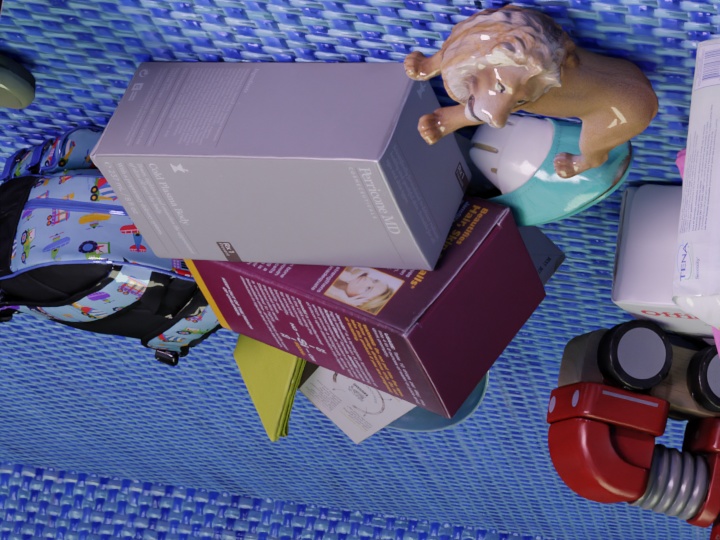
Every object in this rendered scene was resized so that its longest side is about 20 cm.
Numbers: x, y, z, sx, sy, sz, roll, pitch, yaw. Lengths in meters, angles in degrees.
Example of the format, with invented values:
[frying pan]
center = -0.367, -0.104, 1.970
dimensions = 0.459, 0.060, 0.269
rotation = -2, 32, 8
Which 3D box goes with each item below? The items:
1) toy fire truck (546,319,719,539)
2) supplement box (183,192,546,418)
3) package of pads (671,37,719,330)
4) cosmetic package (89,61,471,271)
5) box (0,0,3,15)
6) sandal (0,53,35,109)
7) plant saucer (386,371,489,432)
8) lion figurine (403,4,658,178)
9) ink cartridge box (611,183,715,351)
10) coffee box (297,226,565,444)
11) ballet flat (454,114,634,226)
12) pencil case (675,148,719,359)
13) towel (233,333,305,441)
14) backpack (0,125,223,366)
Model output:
[toy fire truck]
center = 0.205, 0.150, 1.767
dimensions = 0.176, 0.200, 0.129
rotation = 14, 169, -13
[supplement box]
center = 0.000, 0.000, 1.636
dimensions = 0.200, 0.110, 0.086
rotation = 21, 151, 38
[package of pads]
center = 0.247, -0.027, 1.427
dimensions = 0.068, 0.155, 0.200
rotation = -4, 162, 39
[cosmetic package]
center = -0.045, -0.064, 1.580
dimensions = 0.200, 0.090, 0.107
rotation = 4, 143, 31
[box]
center = -0.315, -0.142, 1.459
dimensions = 0.176, 0.097, 0.200
rotation = 14, 166, -25
[sandal]
center = -0.303, -0.111, 1.678
dimensions = 0.201, 0.057, 0.080
rotation = 2, 166, 28
[plant saucer]
center = 0.013, 0.037, 1.971
dimensions = 0.200, 0.027, 0.200
rotation = 21, 137, 21
[lion figurine]
center = 0.107, -0.101, 1.439
dimensions = 0.200, 0.073, 0.122
rotation = 2, 166, -45
[ink cartridge box]
center = 0.270, 0.012, 1.751
dimensions = 0.145, 0.083, 0.200
rotation = 4, 168, 28
[coffee box]
center = 0.041, 0.033, 1.817
dimensions = 0.080, 0.113, 0.200
rotation = 44, 148, -5
[ballet flat]
center = 0.083, -0.062, 1.615
dimensions = 0.070, 0.067, 0.200
rotation = 34, 156, -24
[pencil case]
center = 0.247, 0.017, 1.545
dimensions = 0.094, 0.200, 0.091
rotation = -6, 173, -36
[towel]
center = -0.054, 0.031, 1.823
dimensions = 0.018, 0.086, 0.200
rotation = -11, 146, -21
[backpack]
center = -0.153, -0.021, 1.795
dimensions = 0.183, 0.135, 0.200
rotation = 15, 167, -23
